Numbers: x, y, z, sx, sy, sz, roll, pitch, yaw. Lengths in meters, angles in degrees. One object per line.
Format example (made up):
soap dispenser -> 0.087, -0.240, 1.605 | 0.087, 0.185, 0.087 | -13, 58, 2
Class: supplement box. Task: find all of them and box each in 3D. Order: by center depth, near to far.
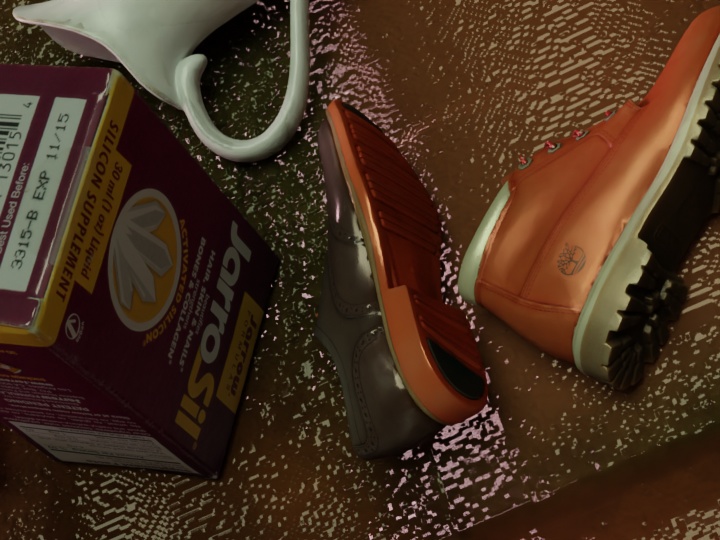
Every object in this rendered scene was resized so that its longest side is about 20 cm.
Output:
supplement box -> -0.133, 0.005, 0.925 | 0.103, 0.200, 0.132 | 5, 68, 23

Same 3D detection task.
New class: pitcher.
pitcher -> -0.067, -0.175, 1.045 | 0.171, 0.121, 0.201 | 35, 93, 10

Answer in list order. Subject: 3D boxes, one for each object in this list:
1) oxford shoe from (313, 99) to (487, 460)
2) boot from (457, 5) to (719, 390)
oxford shoe -> 0.000, 0.000, 0.953 | 0.072, 0.071, 0.201 | -35, 47, 25
boot -> 0.123, -0.053, 0.927 | 0.107, 0.075, 0.201 | 23, 78, 34
